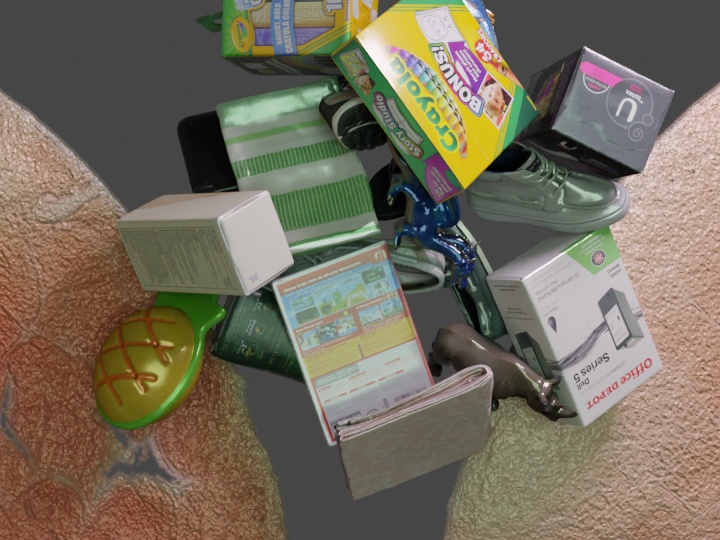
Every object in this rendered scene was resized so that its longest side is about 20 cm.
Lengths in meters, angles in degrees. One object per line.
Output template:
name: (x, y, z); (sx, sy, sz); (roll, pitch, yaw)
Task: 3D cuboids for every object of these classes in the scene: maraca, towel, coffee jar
maraca: (-0.231, 0.091, 1.422); (0.201, 0.136, 0.107); (-57, 142, -13)
towel: (-0.070, -0.117, 1.423); (0.151, 0.023, 0.202); (-14, 76, -9)
coffee jar: (-0.070, 0.085, 1.462); (0.198, 0.085, 0.105); (22, 88, -10)
towel: (0.065, 0.191, 1.441); (0.189, 0.201, 0.032); (-21, 61, -8)

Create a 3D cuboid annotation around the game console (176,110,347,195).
game console: (-0.106, -0.103, 1.493); (0.198, 0.117, 0.177); (-13, 62, -10)

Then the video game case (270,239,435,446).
video game case: (-0.005, 0.083, 1.421); (0.142, 0.017, 0.202); (-20, 96, -10)

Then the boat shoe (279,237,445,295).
boat shoe: (0.001, 0.001, 1.466); (0.200, 0.065, 0.075); (0, 115, 3)

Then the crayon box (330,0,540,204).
crayon box: (0.087, -0.204, 1.367); (0.201, 0.058, 0.173); (53, 50, -9)

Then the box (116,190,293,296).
box: (-0.175, -0.031, 1.376); (0.078, 0.199, 0.096); (-34, 115, -38)

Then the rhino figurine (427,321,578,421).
rhino figurine: (0.168, 0.126, 1.467); (0.199, 0.088, 0.060); (28, 57, 22)

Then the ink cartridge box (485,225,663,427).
ink cartridge box: (0.260, 0.065, 1.490); (0.145, 0.084, 0.201); (-31, 105, -24)

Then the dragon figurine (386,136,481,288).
dragon figurine: (0.083, -0.078, 1.407); (0.098, 0.059, 0.202); (-6, 104, 6)

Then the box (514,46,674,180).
box: (0.264, -0.177, 1.463); (0.121, 0.200, 0.107); (24, 86, -9)

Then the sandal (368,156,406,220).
sandal: (0.078, -0.136, 1.490); (0.200, 0.048, 0.075); (-39, 53, -18)

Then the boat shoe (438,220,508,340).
boat shoe: (0.119, 0.002, 1.503); (0.062, 0.073, 0.201); (-37, 101, -12)

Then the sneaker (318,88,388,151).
sneaker: (0.041, -0.183, 1.431); (0.199, 0.079, 0.075); (-2, 119, -36)

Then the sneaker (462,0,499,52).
sneaker: (0.104, -0.309, 1.451); (0.078, 0.066, 0.202); (-22, 91, -3)

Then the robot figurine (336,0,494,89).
robot figurine: (0.064, -0.261, 1.501); (0.145, 0.058, 0.200); (40, 83, -6)

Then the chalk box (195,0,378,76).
chalk box: (-0.088, -0.296, 1.428); (0.198, 0.124, 0.125); (4, 90, 15)

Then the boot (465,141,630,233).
boot: (0.214, -0.102, 1.455); (0.198, 0.096, 0.074); (2, 58, 20)
